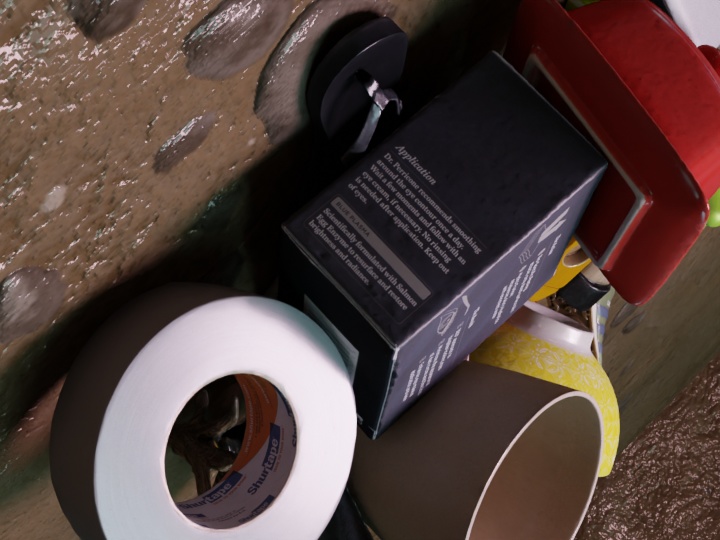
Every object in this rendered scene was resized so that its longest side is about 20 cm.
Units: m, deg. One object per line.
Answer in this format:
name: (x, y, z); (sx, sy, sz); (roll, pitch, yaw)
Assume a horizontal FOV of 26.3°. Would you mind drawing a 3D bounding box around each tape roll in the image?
tape roll: (-0.100, 0.110, 1.004); (0.198, 0.066, 0.203); (-9, 104, -37)

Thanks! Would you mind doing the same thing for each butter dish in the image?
butter dish: (0.201, -0.108, 1.084); (0.147, 0.200, 0.200); (-32, 164, -15)

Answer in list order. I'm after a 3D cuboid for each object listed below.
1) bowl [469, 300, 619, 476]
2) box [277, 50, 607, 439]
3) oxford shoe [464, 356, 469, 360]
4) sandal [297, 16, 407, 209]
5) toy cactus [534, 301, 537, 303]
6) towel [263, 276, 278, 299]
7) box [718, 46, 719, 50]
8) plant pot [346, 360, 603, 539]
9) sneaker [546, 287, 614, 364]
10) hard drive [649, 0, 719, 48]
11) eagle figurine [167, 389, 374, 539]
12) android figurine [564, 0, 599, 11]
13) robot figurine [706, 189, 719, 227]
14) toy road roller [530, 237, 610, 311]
bowl: (0.148, 0.088, 1.351); (0.200, 0.199, 0.109); (5, 109, -67)
box: (0.049, -0.012, 1.071); (0.200, 0.117, 0.197); (-40, 166, -18)
oxford shoe: (0.091, 0.021, 1.319); (0.201, 0.072, 0.072); (-59, 160, -46)
sandal: (0.002, -0.093, 1.019); (0.076, 0.043, 0.201); (-37, 159, -24)
toy cactus: (0.155, -0.009, 1.483); (0.199, 0.101, 0.167); (0, 112, -62)
towel: (0.000, 0.000, 1.217); (0.200, 0.035, 0.192); (-48, 161, 7)
box: (0.394, -0.279, 1.431); (0.199, 0.078, 0.095); (-33, 158, -35)
plant pot: (0.057, 0.142, 1.196); (0.187, 0.199, 0.189); (-31, 133, -40)
sneaker: (0.210, 0.045, 1.455); (0.090, 0.066, 0.202); (-43, 139, -50)
hard drive: (0.243, -0.261, 1.077); (0.140, 0.033, 0.200); (-44, 133, -7)
eagle figurine: (-0.071, 0.169, 1.186); (0.150, 0.153, 0.199); (-20, 140, 35)
android figurine: (0.210, -0.212, 1.233); (0.181, 0.041, 0.201); (-33, 159, -34)
robot figurine: (0.288, -0.068, 1.571); (0.175, 0.117, 0.199); (-26, 180, 42)
toy road roller: (0.157, -0.063, 1.285); (0.199, 0.147, 0.123); (11, 133, -47)
